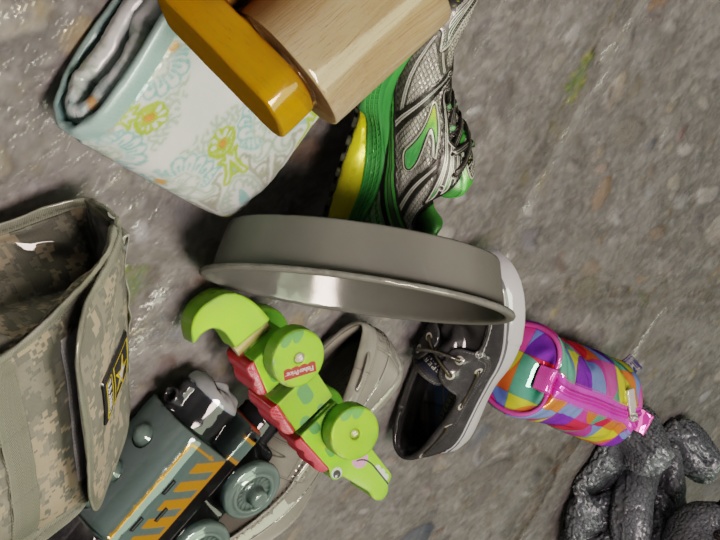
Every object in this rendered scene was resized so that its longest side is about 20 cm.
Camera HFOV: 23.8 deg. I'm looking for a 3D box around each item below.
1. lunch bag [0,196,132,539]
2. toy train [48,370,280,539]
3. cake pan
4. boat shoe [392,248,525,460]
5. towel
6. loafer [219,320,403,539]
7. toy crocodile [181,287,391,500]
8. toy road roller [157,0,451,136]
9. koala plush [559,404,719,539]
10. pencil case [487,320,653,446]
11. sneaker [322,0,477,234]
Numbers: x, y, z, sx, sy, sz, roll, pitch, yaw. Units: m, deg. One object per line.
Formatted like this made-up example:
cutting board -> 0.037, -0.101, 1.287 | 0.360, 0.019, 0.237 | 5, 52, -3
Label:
lunch bag -> -0.200, 0.069, 0.945 | 0.199, 0.117, 0.165 | -34, 145, -32
toy train -> -0.141, 0.158, 1.145 | 0.200, 0.085, 0.114 | -48, 138, -1
cake pan -> 0.000, 0.000, 1.060 | 0.200, 0.198, 0.037 | 18, 79, -55
boat shoe -> 0.067, 0.072, 1.318 | 0.066, 0.070, 0.201 | -22, 146, -38
towel -> -0.063, -0.132, 0.960 | 0.201, 0.048, 0.171 | -52, 147, 5
loafer -> -0.050, 0.119, 1.225 | 0.201, 0.070, 0.070 | -51, 144, -10
toy crocodile -> -0.044, 0.084, 1.136 | 0.062, 0.067, 0.201 | -43, 123, -13
toy road roller -> -0.052, -0.176, 0.789 | 0.123, 0.200, 0.146 | -43, 170, -7
koala plush -> 0.315, 0.267, 1.687 | 0.185, 0.200, 0.177 | -55, 148, 12
pencil case -> 0.176, 0.098, 1.456 | 0.089, 0.088, 0.199 | -55, 147, 10
sneaker -> 0.041, -0.098, 1.068 | 0.078, 0.084, 0.201 | -63, 172, -50
